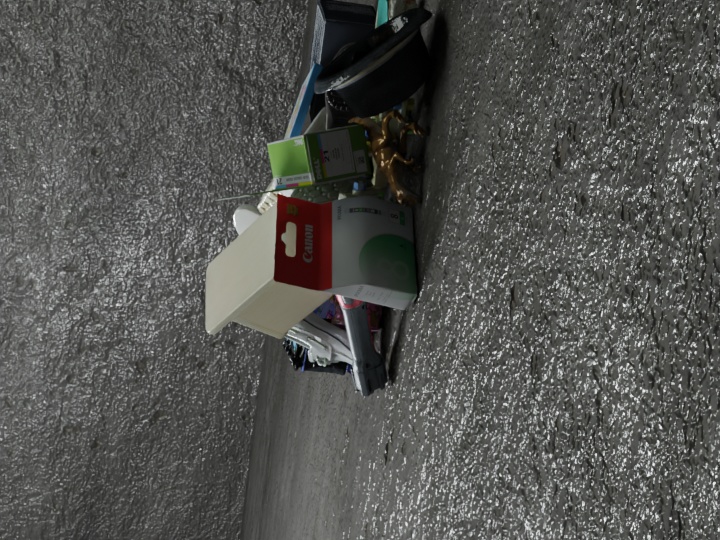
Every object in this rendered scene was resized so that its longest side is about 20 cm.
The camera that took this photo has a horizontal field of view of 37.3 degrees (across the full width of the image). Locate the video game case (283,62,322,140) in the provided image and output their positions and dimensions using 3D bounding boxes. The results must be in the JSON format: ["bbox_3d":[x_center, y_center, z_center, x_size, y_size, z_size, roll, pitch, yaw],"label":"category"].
[{"bbox_3d":[-0.110,-0.288,1.940,0.200,0.018,0.146,177,112,-81],"label":"video game case"}]

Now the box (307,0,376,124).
[{"bbox_3d":[-0.031,-0.392,2.034,0.199,0.121,0.204,-101,18,-65],"label":"box"}]

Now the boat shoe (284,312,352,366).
[{"bbox_3d":[-0.056,0.120,1.688,0.067,0.198,0.074,-53,-32,-11],"label":"boat shoe"}]

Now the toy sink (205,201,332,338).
[{"bbox_3d":[-0.138,0.015,1.632,0.199,0.111,0.132,-38,43,36],"label":"toy sink"}]

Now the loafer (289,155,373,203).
[{"bbox_3d":[-0.034,-0.125,1.740,0.070,0.198,0.070,47,140,28],"label":"loafer"}]

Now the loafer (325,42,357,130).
[{"bbox_3d":[-0.023,-0.265,1.714,0.071,0.072,0.204,-69,-9,-76],"label":"loafer"}]

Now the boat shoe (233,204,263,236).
[{"bbox_3d":[-0.145,-0.063,1.907,0.072,0.199,0.069,-35,33,34],"label":"boat shoe"}]

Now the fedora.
[{"bbox_3d":[0.033,-0.284,1.519,0.092,0.199,0.201,54,-176,-18],"label":"fedora"}]

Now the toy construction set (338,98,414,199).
[{"bbox_3d":[0.031,-0.181,1.649,0.131,0.091,0.203,-117,45,-73],"label":"toy construction set"}]

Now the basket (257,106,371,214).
[{"bbox_3d":[-0.076,-0.157,1.855,0.123,0.135,0.201,-39,17,50],"label":"basket"}]

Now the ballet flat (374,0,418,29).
[{"bbox_3d":[0.051,-0.348,1.695,0.076,0.063,0.203,-120,33,-44],"label":"ballet flat"}]

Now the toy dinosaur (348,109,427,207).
[{"bbox_3d":[0.033,-0.184,1.527,0.106,0.060,0.202,-47,55,31],"label":"toy dinosaur"}]

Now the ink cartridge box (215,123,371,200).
[{"bbox_3d":[-0.104,-0.156,1.559,0.147,0.197,0.077,3,104,63],"label":"ink cartridge box"}]

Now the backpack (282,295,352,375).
[{"bbox_3d":[-0.055,0.066,1.833,0.183,0.132,0.204,-149,65,-80],"label":"backpack"}]

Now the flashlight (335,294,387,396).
[{"bbox_3d":[0.000,0.075,1.566,0.068,0.067,0.204,29,135,63],"label":"flashlight"}]

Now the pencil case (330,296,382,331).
[{"bbox_3d":[0.000,0.000,1.709,0.087,0.081,0.204,137,138,-79],"label":"pencil case"}]

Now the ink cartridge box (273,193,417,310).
[{"bbox_3d":[-0.020,-0.039,1.490,0.050,0.197,0.163,125,153,-46],"label":"ink cartridge box"}]
